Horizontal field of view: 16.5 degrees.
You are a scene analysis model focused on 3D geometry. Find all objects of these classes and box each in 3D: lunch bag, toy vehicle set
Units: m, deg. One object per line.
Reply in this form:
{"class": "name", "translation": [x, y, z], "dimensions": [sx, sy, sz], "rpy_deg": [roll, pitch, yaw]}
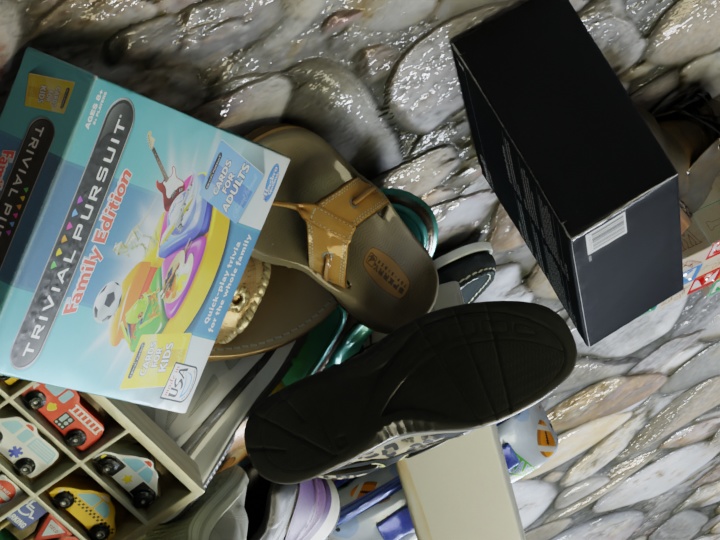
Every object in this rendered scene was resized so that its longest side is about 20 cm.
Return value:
{"class": "lunch bag", "translation": [0.047, 0.132, 1.806], "dimensions": [0.199, 0.076, 0.160], "rpy_deg": [-33, -161, 2]}
{"class": "toy vehicle set", "translation": [-0.197, 0.096, 1.409], "dimensions": [0.124, 0.027, 0.200], "rpy_deg": [-35, 125, 11]}

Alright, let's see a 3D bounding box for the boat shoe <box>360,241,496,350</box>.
{"class": "boat shoe", "translation": [0.029, 0.057, 1.727], "dimensions": [0.200, 0.061, 0.075], "rpy_deg": [-44, 156, 31]}

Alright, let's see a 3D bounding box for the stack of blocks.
{"class": "stack of blocks", "translation": [0.270, -0.033, 1.853], "dimensions": [0.199, 0.059, 0.115], "rpy_deg": [-24, 159, -18]}

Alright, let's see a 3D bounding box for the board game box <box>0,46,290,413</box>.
{"class": "board game box", "translation": [-0.126, -0.014, 1.262], "dimensions": [0.200, 0.047, 0.152], "rpy_deg": [19, 94, -63]}

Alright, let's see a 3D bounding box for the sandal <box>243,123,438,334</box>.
{"class": "sandal", "translation": [-0.010, -0.020, 1.424], "dimensions": [0.200, 0.054, 0.081], "rpy_deg": [38, 80, -42]}

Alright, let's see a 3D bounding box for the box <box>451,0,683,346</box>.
{"class": "box", "translation": [0.127, -0.059, 1.485], "dimensions": [0.079, 0.142, 0.200], "rpy_deg": [-31, 160, -3]}

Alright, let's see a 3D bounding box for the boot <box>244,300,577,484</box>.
{"class": "boot", "translation": [0.033, 0.076, 1.510], "dimensions": [0.202, 0.074, 0.154], "rpy_deg": [-21, 173, 2]}

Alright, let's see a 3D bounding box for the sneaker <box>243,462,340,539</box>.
{"class": "sneaker", "translation": [-0.103, 0.200, 1.614], "dimensions": [0.201, 0.076, 0.088], "rpy_deg": [-54, 152, 1]}

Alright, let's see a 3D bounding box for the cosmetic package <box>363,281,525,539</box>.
{"class": "cosmetic package", "translation": [0.059, 0.122, 1.665], "dimensions": [0.071, 0.201, 0.105], "rpy_deg": [-14, -158, 3]}

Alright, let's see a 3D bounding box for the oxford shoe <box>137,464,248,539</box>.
{"class": "oxford shoe", "translation": [-0.098, 0.175, 1.492], "dimensions": [0.075, 0.058, 0.200], "rpy_deg": [-35, -168, 14]}

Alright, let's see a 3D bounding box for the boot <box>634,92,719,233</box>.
{"class": "boot", "translation": [0.207, -0.093, 1.647], "dimensions": [0.097, 0.075, 0.200], "rpy_deg": [-48, 160, -3]}

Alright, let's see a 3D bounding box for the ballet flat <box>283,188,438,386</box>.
{"class": "ballet flat", "translation": [0.000, 0.000, 1.576], "dimensions": [0.070, 0.067, 0.200], "rpy_deg": [-44, 175, -46]}

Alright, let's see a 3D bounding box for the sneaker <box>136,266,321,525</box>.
{"class": "sneaker", "translation": [-0.109, 0.041, 1.486], "dimensions": [0.201, 0.115, 0.076], "rpy_deg": [-58, -158, -8]}

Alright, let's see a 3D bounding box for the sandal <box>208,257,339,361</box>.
{"class": "sandal", "translation": [-0.094, 0.011, 1.436], "dimensions": [0.210, 0.078, 0.070], "rpy_deg": [-19, 160, -13]}

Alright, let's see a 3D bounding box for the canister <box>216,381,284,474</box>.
{"class": "canister", "translation": [-0.150, 0.118, 1.591], "dimensions": [0.199, 0.087, 0.149], "rpy_deg": [-26, 160, -16]}
